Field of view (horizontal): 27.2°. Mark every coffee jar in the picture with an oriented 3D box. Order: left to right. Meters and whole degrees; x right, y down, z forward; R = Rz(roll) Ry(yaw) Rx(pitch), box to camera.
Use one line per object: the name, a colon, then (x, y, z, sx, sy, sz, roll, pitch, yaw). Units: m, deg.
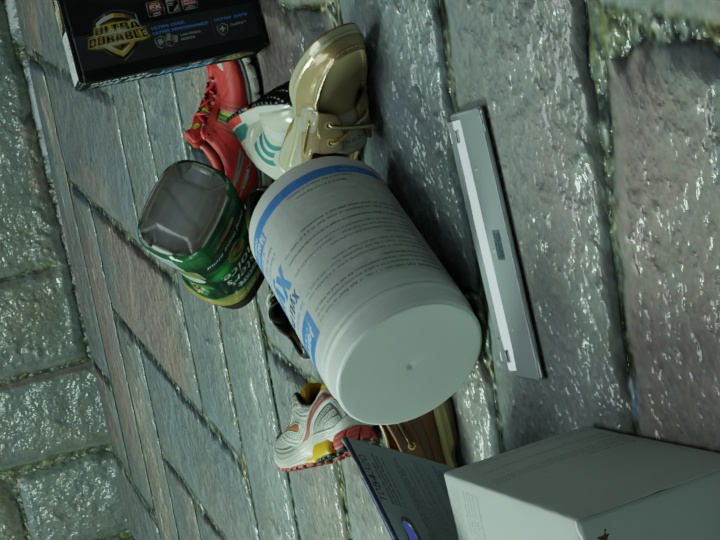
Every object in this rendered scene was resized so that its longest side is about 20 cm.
coffee jar: (-0.154, -0.031, 1.536, 0.085, 0.105, 0.200, 22, 169, 16)

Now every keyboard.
keyboard: (0.099, -0.019, 1.089, 0.056, 0.011, 0.202, -4, 101, 66)

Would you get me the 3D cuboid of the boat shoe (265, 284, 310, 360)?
boat shoe: (-0.066, 0.040, 1.537, 0.200, 0.060, 0.074, -136, 34, -58)

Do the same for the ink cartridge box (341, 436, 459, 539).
ink cartridge box: (0.076, 0.222, 1.080, 0.043, 0.199, 0.197, -46, 49, 21)

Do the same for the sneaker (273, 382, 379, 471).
sneaker: (-0.039, 0.159, 1.546, 0.200, 0.077, 0.083, -34, 68, 61)

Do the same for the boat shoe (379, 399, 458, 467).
boat shoe: (0.053, 0.188, 1.286, 0.072, 0.067, 0.202, 178, 78, -71)

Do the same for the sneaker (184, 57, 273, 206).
sneaker: (-0.149, -0.165, 1.586, 0.077, 0.084, 0.202, -174, 71, -70)

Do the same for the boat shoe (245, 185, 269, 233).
boat shoe: (-0.060, -0.005, 1.445, 0.060, 0.072, 0.202, 34, -161, -45)

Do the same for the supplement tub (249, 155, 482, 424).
supplement tub: (0.000, 0.012, 1.210, 0.200, 0.131, 0.133, -122, 25, -44)

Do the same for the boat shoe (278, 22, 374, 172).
boat shoe: (-0.020, -0.127, 1.273, 0.069, 0.073, 0.200, 54, 156, 21)

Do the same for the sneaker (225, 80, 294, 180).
sneaker: (-0.064, -0.128, 1.419, 0.094, 0.070, 0.200, 60, 162, -9)

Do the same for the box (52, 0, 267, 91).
box: (-0.213, -0.297, 1.492, 0.050, 0.198, 0.200, 169, 87, -72)

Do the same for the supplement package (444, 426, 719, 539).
supplement package: (0.150, 0.175, 0.915, 0.200, 0.116, 0.118, 179, 77, -72)
